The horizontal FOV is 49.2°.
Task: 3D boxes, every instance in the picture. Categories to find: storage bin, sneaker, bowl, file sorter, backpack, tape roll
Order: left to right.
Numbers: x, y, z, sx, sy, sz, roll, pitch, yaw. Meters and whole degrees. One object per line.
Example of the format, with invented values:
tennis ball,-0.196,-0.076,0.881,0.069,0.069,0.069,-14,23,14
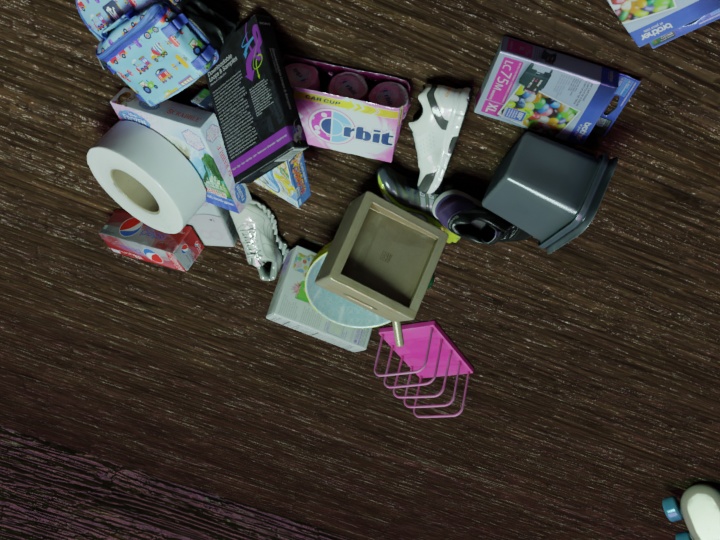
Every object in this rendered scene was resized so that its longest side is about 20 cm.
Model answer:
backpack,-0.296,-0.352,1.076,0.182,0.135,0.200,-15,133,34
tape roll,-0.363,-0.157,1.337,0.202,0.071,0.203,28,154,15
sneaker,-0.195,-0.059,1.493,0.075,0.081,0.200,-1,141,24
bowl,0.000,0.000,1.463,0.200,0.108,0.200,3,130,3
file sorter,0.137,0.223,1.724,0.139,0.126,0.200,-10,138,32
sneaker,0.112,-0.125,1.309,0.200,0.074,0.081,29,131,-26
sneaker,0.110,-0.203,1.196,0.080,0.074,0.200,17,137,4
sneaker,0.213,-0.066,1.276,0.200,0.088,0.076,8,123,-27
storage bin,0.273,-0.130,1.170,0.134,0.146,0.200,27,170,0

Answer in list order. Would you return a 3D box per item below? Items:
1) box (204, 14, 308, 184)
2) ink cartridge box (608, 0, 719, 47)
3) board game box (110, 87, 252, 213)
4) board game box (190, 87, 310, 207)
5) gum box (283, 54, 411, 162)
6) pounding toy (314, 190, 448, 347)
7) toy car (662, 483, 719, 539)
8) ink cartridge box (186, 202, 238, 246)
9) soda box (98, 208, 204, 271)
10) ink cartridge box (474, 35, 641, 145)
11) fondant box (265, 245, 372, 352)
box,-0.156,-0.244,1.138,0.036,0.201,0.143,-12,173,-46
ink cartridge box,0.348,-0.344,0.917,0.119,0.042,0.200,-20,134,40
board game box,-0.297,-0.199,1.317,0.200,0.041,0.200,19,150,27
board game box,-0.173,-0.195,1.257,0.200,0.034,0.135,31,155,22
gum box,-0.027,-0.241,1.185,0.199,0.066,0.114,13,146,3
pounding toy,0.041,0.005,1.314,0.200,0.184,0.142,27,167,-13
toy car,0.908,0.634,2.025,0.184,0.177,0.200,-26,159,26
ink cartridge box,-0.348,-0.115,1.500,0.199,0.057,0.163,0,143,13
soda box,-0.411,-0.060,1.544,0.200,0.070,0.063,14,148,26
ink cartridge box,0.272,-0.244,1.099,0.199,0.042,0.119,15,146,-3
fondant box,-0.066,0.057,1.534,0.200,0.145,0.058,23,161,-19
